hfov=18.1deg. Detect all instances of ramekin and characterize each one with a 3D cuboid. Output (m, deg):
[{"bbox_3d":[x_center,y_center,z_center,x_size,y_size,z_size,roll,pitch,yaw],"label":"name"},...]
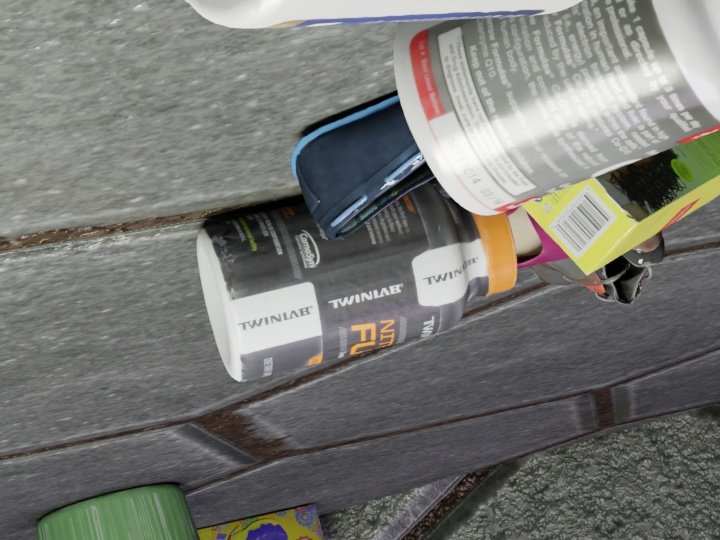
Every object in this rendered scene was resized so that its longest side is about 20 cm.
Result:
[{"bbox_3d":[-0.285,0.320,2.650,0.200,0.098,0.200,-15,169,-3],"label":"ramekin"}]

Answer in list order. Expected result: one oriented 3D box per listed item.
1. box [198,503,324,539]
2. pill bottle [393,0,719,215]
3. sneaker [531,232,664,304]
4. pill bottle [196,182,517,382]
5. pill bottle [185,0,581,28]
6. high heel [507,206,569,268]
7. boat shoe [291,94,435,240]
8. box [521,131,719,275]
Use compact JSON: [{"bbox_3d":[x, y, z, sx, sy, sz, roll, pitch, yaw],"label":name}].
[{"bbox_3d":[-0.167,0.433,3.278,0.200,0.122,0.193,-10,168,-21],"label":"box"},{"bbox_3d":[0.127,-0.111,1.101,0.200,0.114,0.114,-20,167,26],"label":"pill bottle"},{"bbox_3d":[0.181,-0.006,1.743,0.077,0.082,0.200,-12,168,-14],"label":"sneaker"},{"bbox_3d":[0.000,0.000,1.483,0.200,0.106,0.106,-14,168,-10],"label":"pill bottle"},{"bbox_3d":[0.032,-0.147,0.816,0.200,0.111,0.111,-7,166,-34],"label":"pill bottle"},{"bbox_3d":[0.090,-0.025,1.584,0.096,0.067,0.200,-22,-175,-20],"label":"high heel"},{"bbox_3d":[0.059,-0.074,1.297,0.200,0.069,0.084,-24,166,29],"label":"boat shoe"},{"bbox_3d":[0.168,-0.062,1.338,0.050,0.075,0.200,-50,168,32],"label":"box"}]
